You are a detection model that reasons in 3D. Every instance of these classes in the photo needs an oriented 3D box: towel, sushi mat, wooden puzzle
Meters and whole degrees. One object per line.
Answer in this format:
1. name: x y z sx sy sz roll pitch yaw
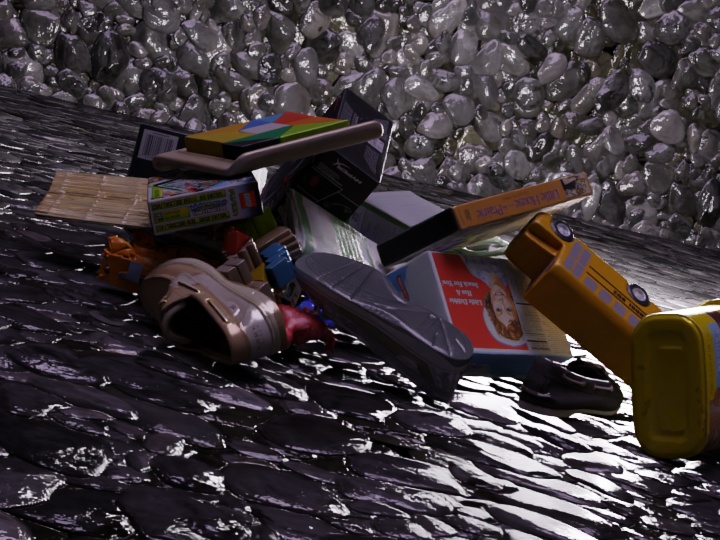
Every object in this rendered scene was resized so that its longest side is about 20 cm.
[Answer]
1. towel: 0.000 0.000 1.679 0.199 0.031 0.150 33 19 -21
2. sushi mat: -0.248 -0.074 1.698 0.198 0.012 0.096 6 33 6
3. wooden puzzle: -0.101 -0.137 1.643 0.184 0.038 0.199 -17 13 -31

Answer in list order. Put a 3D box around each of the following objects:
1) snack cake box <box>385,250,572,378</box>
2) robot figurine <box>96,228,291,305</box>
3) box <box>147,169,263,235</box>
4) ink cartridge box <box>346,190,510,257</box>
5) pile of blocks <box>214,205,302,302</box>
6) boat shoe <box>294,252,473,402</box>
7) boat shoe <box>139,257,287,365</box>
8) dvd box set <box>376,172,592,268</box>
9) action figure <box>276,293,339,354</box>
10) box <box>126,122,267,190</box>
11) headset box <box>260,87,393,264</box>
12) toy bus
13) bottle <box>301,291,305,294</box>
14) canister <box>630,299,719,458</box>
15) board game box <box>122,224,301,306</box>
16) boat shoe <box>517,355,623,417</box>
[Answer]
1. snack cake box: 0.128 0.050 1.650 0.199 0.116 0.067 6 -27 -46
2. robot figurine: -0.165 0.012 1.628 0.198 0.059 0.145 16 11 9
3. box: -0.160 -0.076 1.583 0.109 0.035 0.200 -12 11 -6
4. ink cartridge box: 0.084 -0.031 1.838 0.103 0.060 0.199 -5 26 -45
5. pile of blocks: -0.103 -0.025 1.519 0.081 0.063 0.200 -23 22 1
6. boat shoe: 0.015 0.051 1.511 0.201 0.065 0.074 31 32 17
7. boat shoe: -0.152 0.039 1.438 0.069 0.074 0.199 -25 25 -35
8. dvd box set: 0.134 -0.055 1.687 0.199 0.030 0.146 -16 -6 -36
9. action figure: -0.050 0.050 1.568 0.065 0.052 0.200 24 12 11
10. box: -0.203 -0.094 1.927 0.147 0.126 0.200 15 -3 2
11. headset box: -0.055 -0.090 1.802 0.075 0.200 0.149 34 31 -14
12. toy bus: 0.241 0.032 1.650 0.200 0.065 0.078 40 39 -3
13. bottle: -0.062 -0.015 1.909 0.083 0.066 0.200 -26 24 -17
14. canister: 0.344 0.108 1.569 0.086 0.150 0.199 -2 1 32
15. board game box: -0.171 -0.023 1.748 0.198 0.035 0.126 18 -20 23
16. boat shoe: 0.227 0.115 1.620 0.066 0.058 0.199 19 10 31
